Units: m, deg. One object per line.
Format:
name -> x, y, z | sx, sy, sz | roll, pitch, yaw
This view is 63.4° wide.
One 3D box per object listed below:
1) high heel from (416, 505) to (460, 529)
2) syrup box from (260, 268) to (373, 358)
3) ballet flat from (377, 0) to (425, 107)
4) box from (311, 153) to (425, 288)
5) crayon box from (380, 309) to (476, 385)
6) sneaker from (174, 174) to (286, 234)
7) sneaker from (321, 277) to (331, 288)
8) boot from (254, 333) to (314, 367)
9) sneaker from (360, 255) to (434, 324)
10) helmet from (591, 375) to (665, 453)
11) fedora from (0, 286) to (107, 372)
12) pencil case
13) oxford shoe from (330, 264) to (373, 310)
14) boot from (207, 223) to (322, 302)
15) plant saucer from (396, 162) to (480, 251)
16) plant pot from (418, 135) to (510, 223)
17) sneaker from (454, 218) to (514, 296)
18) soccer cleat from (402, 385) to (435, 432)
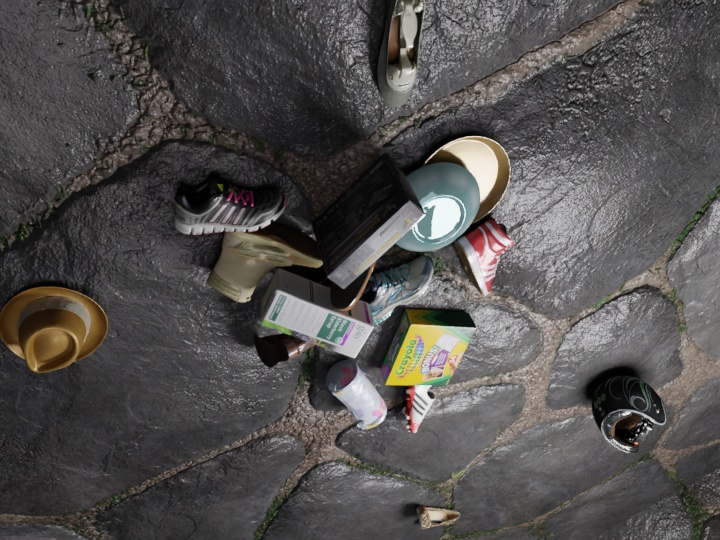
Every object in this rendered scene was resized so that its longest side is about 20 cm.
high heel -> 0.257, 0.799, 1.911 | 0.140, 0.073, 0.201 | -14, 148, 2
syrup box -> -0.080, 0.080, 1.080 | 0.197, 0.082, 0.080 | 23, 115, -19
ballet flat -> 0.064, -0.342, 0.910 | 0.066, 0.064, 0.203 | -8, 131, -12
box -> 0.008, -0.090, 1.038 | 0.200, 0.160, 0.048 | -42, 129, 17
crayon box -> 0.158, 0.187, 1.384 | 0.169, 0.059, 0.203 | 3, 127, -21
sneaker -> -0.225, -0.118, 0.993 | 0.195, 0.075, 0.088 | -7, 137, -6
sneaker -> -0.062, 0.052, 1.167 | 0.199, 0.096, 0.079 | -39, 106, 14
boot -> -0.111, 0.138, 1.250 | 0.198, 0.185, 0.066 | -24, 100, -34
sneaker -> 0.066, 0.033, 1.216 | 0.199, 0.078, 0.086 | -41, 126, 16
helmet -> 0.768, 0.400, 1.676 | 0.196, 0.191, 0.204 | 9, 119, 17
fedora -> -0.568, 0.124, 1.075 | 0.196, 0.083, 0.204 | -9, 131, -10
pencil case -> -0.009, 0.301, 1.407 | 0.090, 0.083, 0.201 | -40, 132, -12
oxford shoe -> 0.000, 0.000, 1.096 | 0.070, 0.203, 0.072 | 4, 143, 24
boot -> -0.177, -0.007, 1.103 | 0.197, 0.073, 0.157 | 15, 122, -26
plant saucer -> 0.143, -0.107, 1.113 | 0.196, 0.039, 0.204 | -9, 130, -10
plant pot -> 0.192, -0.171, 1.120 | 0.196, 0.028, 0.203 | -9, 131, -10
sneaker -> 0.273, -0.028, 1.236 | 0.112, 0.072, 0.201 | -35, 142, -1
soccer cleat -> 0.154, 0.348, 1.513 | 0.083, 0.069, 0.203 | -8, 126, -6
